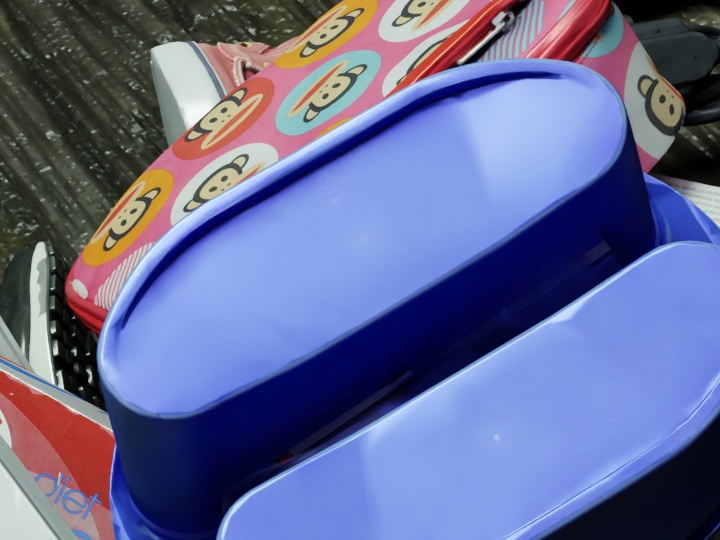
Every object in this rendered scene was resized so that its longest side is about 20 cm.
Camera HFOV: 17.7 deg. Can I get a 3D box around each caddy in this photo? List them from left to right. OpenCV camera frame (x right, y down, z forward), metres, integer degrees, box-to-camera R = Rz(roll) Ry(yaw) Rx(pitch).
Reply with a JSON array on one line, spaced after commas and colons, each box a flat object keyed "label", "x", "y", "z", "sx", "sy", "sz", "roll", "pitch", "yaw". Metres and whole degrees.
[{"label": "caddy", "x": 0.022, "y": 0.036, "z": 0.642, "sx": 0.200, "sy": 0.105, "sz": 0.142, "roll": -30, "pitch": 68, "yaw": -8}]

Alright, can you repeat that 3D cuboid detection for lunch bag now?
[{"label": "lunch bag", "x": 0.008, "y": -0.020, "z": 0.775, "sx": 0.200, "sy": 0.082, "sz": 0.176, "roll": -44, "pitch": 27, "yaw": -11}]

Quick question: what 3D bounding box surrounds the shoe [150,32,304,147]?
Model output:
[{"label": "shoe", "x": -0.034, "y": -0.068, "z": 0.942, "sx": 0.091, "sy": 0.072, "sz": 0.200, "roll": -14, "pitch": 9, "yaw": -5}]

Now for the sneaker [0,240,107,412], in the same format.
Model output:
[{"label": "sneaker", "x": -0.143, "y": 0.070, "z": 0.879, "sx": 0.087, "sy": 0.076, "sz": 0.200, "roll": -15, "pitch": 44, "yaw": 6}]

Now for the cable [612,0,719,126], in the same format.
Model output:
[{"label": "cable", "x": 0.105, "y": -0.105, "z": 1.001, "sx": 0.200, "sy": 0.051, "sz": 0.163, "roll": -15, "pitch": 25, "yaw": -24}]

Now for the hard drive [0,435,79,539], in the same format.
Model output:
[{"label": "hard drive", "x": -0.181, "y": 0.121, "z": 0.692, "sx": 0.200, "sy": 0.027, "sz": 0.132, "roll": -40, "pitch": 73, "yaw": 0}]

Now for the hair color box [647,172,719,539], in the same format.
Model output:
[{"label": "hair color box", "x": 0.090, "y": 0.063, "z": 0.714, "sx": 0.111, "sy": 0.064, "sz": 0.200, "roll": 15, "pitch": 49, "yaw": 30}]

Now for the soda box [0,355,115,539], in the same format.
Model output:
[{"label": "soda box", "x": -0.094, "y": 0.077, "z": 0.731, "sx": 0.200, "sy": 0.063, "sz": 0.070, "roll": 27, "pitch": 85, "yaw": 17}]

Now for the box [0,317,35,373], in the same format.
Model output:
[{"label": "box", "x": -0.208, "y": 0.055, "z": 0.869, "sx": 0.158, "sy": 0.048, "sz": 0.200, "roll": -43, "pitch": 41, "yaw": 3}]
